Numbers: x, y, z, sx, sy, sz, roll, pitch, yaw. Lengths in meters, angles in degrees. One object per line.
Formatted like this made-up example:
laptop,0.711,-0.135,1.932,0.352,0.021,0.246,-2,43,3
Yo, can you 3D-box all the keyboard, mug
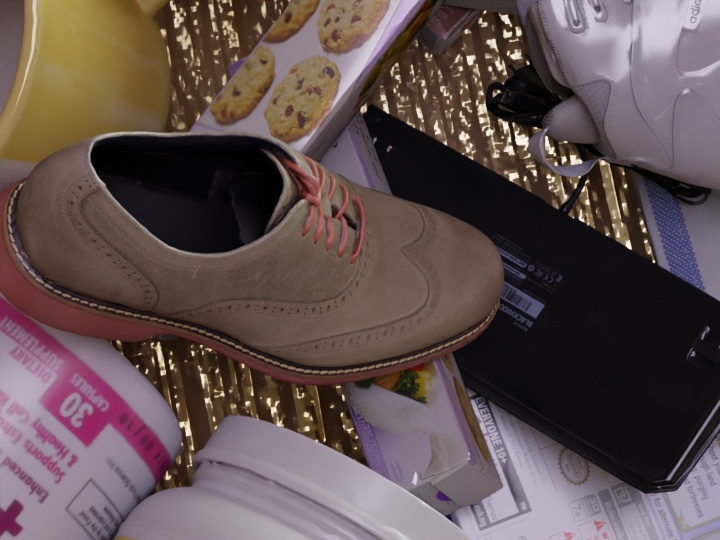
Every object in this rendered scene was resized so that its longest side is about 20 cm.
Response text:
keyboard,0.072,-0.009,0.908,0.200,0.021,0.127,32,81,27
mug,-0.128,-0.074,0.851,0.186,0.153,0.150,-6,81,22

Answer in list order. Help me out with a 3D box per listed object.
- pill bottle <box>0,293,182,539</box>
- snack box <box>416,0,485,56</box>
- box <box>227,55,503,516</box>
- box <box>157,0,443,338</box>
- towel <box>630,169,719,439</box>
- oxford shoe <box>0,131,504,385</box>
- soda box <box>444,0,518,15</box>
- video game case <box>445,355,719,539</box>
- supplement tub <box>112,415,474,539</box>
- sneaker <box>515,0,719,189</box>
pill bottle,-0.166,0.102,0.842,0.113,0.113,0.200,38,75,3
snack box,0.075,-0.183,0.992,0.072,0.024,0.200,43,75,6
box,0.000,0.000,0.896,0.039,0.041,0.201,-25,61,10
box,-0.025,-0.064,0.869,0.041,0.039,0.200,40,93,7
towel,0.206,-0.028,0.899,0.199,0.024,0.147,-18,64,7
oxford shoe,-0.024,-0.007,0.798,0.199,0.075,0.071,4,64,-33
soda box,0.006,-0.152,0.930,0.199,0.064,0.068,8,76,-4
video game case,0.131,0.111,0.914,0.181,0.045,0.201,-19,78,-11
supplement tub,-0.048,0.168,0.825,0.145,0.145,0.200,31,74,1
sneaker,0.120,-0.124,0.861,0.114,0.075,0.201,2,96,-4
